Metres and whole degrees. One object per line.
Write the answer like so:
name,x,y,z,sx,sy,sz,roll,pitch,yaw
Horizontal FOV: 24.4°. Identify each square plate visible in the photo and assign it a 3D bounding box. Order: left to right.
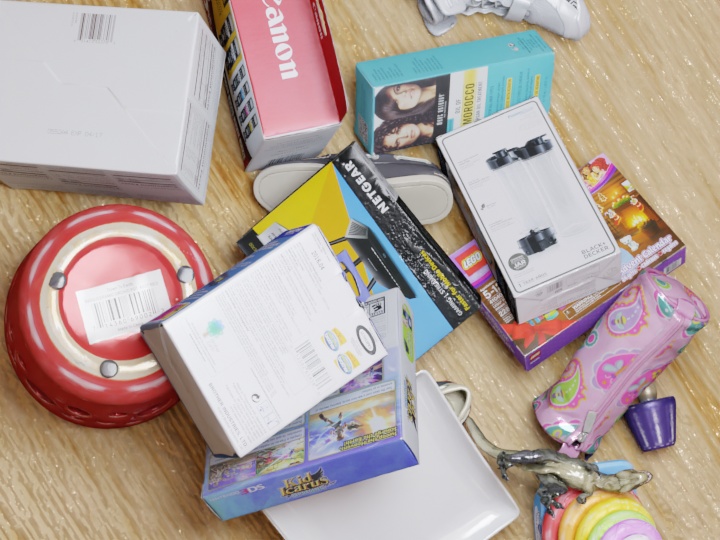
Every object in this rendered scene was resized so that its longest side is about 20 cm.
square plate,0.025,0.217,1.577,0.199,0.028,0.199,-35,116,-3

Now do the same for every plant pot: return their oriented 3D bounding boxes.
plant pot,-0.226,0.037,1.527,0.198,0.183,0.202,2,78,-11

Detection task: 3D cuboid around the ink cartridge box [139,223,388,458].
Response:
ink cartridge box,-0.070,0.053,1.443,0.199,0.076,0.137,-33,101,-21

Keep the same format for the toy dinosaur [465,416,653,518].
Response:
toy dinosaur,0.173,0.189,1.585,0.199,0.088,0.048,17,109,23

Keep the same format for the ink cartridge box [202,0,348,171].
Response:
ink cartridge box,-0.085,-0.217,1.602,0.083,0.176,0.202,-13,83,-14

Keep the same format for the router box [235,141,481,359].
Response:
router box,0.000,0.000,1.612,0.149,0.051,0.200,-39,95,10

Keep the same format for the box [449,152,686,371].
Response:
box,0.204,-0.010,1.662,0.199,0.039,0.137,-34,63,-9

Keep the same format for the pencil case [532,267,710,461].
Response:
pencil case,0.251,0.092,1.625,0.087,0.088,0.200,36,110,-4

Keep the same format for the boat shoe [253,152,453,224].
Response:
boat shoe,-0.008,-0.085,1.667,0.198,0.063,0.073,3,124,-4

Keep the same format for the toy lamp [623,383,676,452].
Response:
toy lamp,0.279,0.083,1.693,0.058,0.058,0.202,-11,80,-14

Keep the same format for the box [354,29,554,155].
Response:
box,0.094,-0.179,1.672,0.198,0.083,0.049,-13,41,-17

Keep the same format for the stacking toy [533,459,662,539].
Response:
stacking toy,0.248,0.263,1.575,0.109,0.200,0.117,-9,102,-14

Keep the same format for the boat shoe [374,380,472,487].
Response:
boat shoe,0.029,0.179,1.617,0.200,0.063,0.071,-39,92,-14

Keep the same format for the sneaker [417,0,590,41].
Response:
sneaker,0.133,-0.277,1.714,0.199,0.075,0.115,38,76,2

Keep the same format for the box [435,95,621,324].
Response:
box,0.164,-0.062,1.638,0.116,0.060,0.201,-23,61,-3

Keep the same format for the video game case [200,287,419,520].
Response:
video game case,-0.045,0.122,1.528,0.198,0.046,0.182,-18,42,17

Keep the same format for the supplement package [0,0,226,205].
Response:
supplement package,-0.242,-0.157,1.559,0.198,0.111,0.157,5,78,10
